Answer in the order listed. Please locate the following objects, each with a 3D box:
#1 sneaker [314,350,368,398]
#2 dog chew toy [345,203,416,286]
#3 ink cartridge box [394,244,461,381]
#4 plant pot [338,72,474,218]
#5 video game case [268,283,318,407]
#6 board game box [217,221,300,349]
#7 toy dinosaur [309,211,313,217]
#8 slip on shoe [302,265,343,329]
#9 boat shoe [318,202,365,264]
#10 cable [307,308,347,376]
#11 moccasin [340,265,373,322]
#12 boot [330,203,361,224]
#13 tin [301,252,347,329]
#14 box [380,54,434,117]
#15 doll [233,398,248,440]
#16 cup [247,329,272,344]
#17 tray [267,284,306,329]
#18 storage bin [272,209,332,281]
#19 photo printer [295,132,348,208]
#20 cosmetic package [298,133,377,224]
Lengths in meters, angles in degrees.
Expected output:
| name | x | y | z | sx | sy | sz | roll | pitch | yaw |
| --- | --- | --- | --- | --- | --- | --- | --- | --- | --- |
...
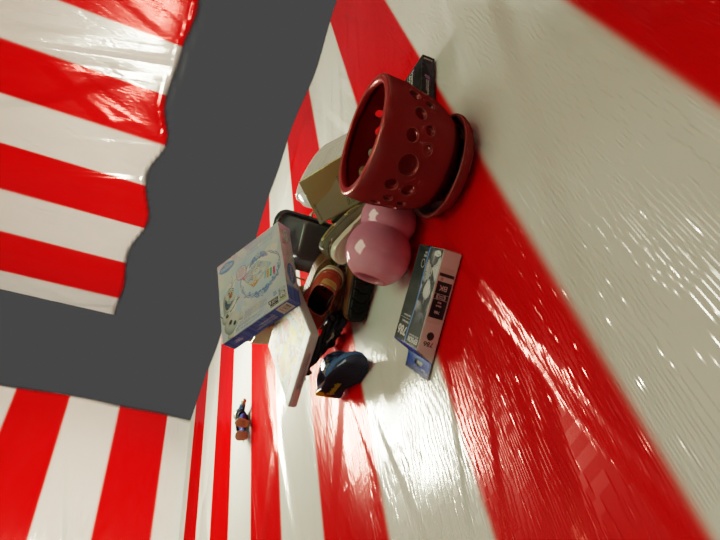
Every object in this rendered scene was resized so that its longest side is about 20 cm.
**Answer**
| name | x | y | z | sx | sy | sz | roll | pitch | yaw |
| --- | --- | --- | --- | --- | --- | --- | --- | --- | --- |
| sneaker | -0.042 | 0.194 | 1.309 | 0.200 | 0.072 | 0.084 | 134 | 148 | -53 |
| dog chew toy | 0.047 | -0.080 | 1.186 | 0.124 | 0.122 | 0.205 | -15 | 55 | 68 |
| ink cartridge box | 0.101 | 0.064 | 1.042 | 0.099 | 0.038 | 0.206 | -163 | 86 | -70 |
| plant pot | 0.078 | -0.198 | 1.074 | 0.200 | 0.178 | 0.207 | -166 | 90 | -71 |
| video game case | -0.144 | 0.146 | 1.355 | 0.201 | 0.022 | 0.186 | -121 | 43 | -53 |
| board game box | -0.222 | 0.032 | 1.386 | 0.198 | 0.043 | 0.203 | -32 | 51 | 25 |
| toy dinosaur | -0.132 | -0.047 | 1.569 | 0.085 | 0.137 | 0.200 | -21 | 16 | 48 |
| slip on shoe | -0.095 | 0.075 | 1.354 | 0.202 | 0.073 | 0.062 | -57 | 7 | 39 |
| boat shoe | 0.001 | -0.095 | 1.259 | 0.060 | 0.073 | 0.201 | 24 | 58 | 41 |
| cable | -0.092 | 0.179 | 1.401 | 0.164 | 0.050 | 0.201 | -57 | 2 | -42 |
| moccasin | 0.001 | 0.000 | 1.334 | 0.078 | 0.072 | 0.208 | -147 | 63 | -61 |
| boot | -0.005 | -0.201 | 1.485 | 0.198 | 0.071 | 0.171 | -15 | 56 | 59 |
| tin | -0.070 | 0.040 | 1.426 | 0.203 | 0.109 | 0.042 | -65 | 34 | 27 |
| box | 0.094 | -0.322 | 1.341 | 0.200 | 0.035 | 0.147 | 133 | 146 | -53 |
| doll | -0.390 | 0.489 | 2.123 | 0.200 | 0.047 | 0.141 | 180 | 95 | -77 |
| cup | -0.212 | 0.109 | 1.743 | 0.200 | 0.140 | 0.206 | -165 | 90 | -72 |
| tray | -0.155 | 0.081 | 1.484 | 0.100 | 0.194 | 0.038 | 103 | 152 | -48 |
| storage bin | -0.097 | -0.045 | 1.469 | 0.133 | 0.196 | 0.150 | 12 | 86 | 61 |
| photo printer | -0.063 | -0.231 | 1.493 | 0.198 | 0.069 | 0.169 | -13 | 44 | 52 |
| cosmetic package | -0.018 | -0.187 | 1.321 | 0.197 | 0.107 | 0.071 | -27 | 6 | 30 |
